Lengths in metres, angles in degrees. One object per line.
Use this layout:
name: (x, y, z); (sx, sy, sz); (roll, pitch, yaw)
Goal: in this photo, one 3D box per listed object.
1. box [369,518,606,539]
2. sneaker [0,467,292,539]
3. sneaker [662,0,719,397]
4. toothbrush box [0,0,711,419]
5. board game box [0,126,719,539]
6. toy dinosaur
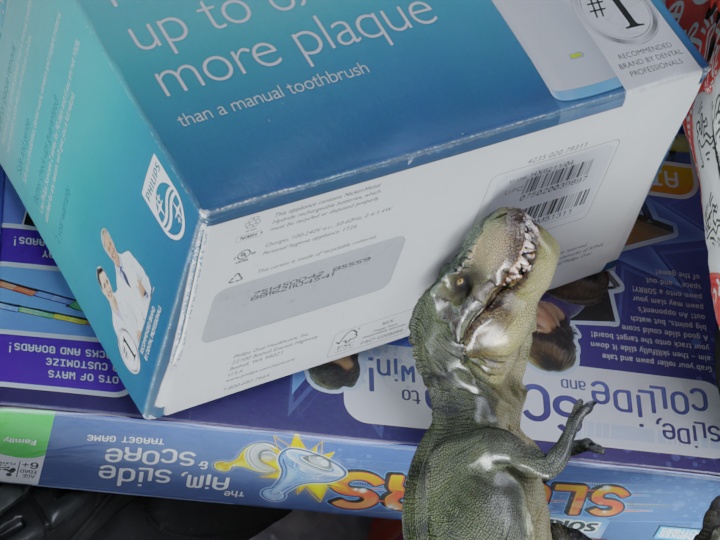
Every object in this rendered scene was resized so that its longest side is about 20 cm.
box: (0.112, 0.090, 0.814); (0.199, 0.095, 0.103); (32, 57, -17)
sneaker: (-0.062, 0.058, 0.736); (0.199, 0.091, 0.076); (-21, 50, -27)
sneaker: (0.115, -0.061, 0.697); (0.067, 0.108, 0.202); (-1, 52, -4)
toothbrush box: (-0.030, -0.080, 0.690); (0.146, 0.085, 0.200); (-16, 58, -27)
board game box: (0.000, 0.000, 0.714); (0.199, 0.035, 0.136); (7, 52, -11)
toy dinosaur: (0.046, 0.089, 0.645); (0.088, 0.047, 0.201); (8, 83, -7)
